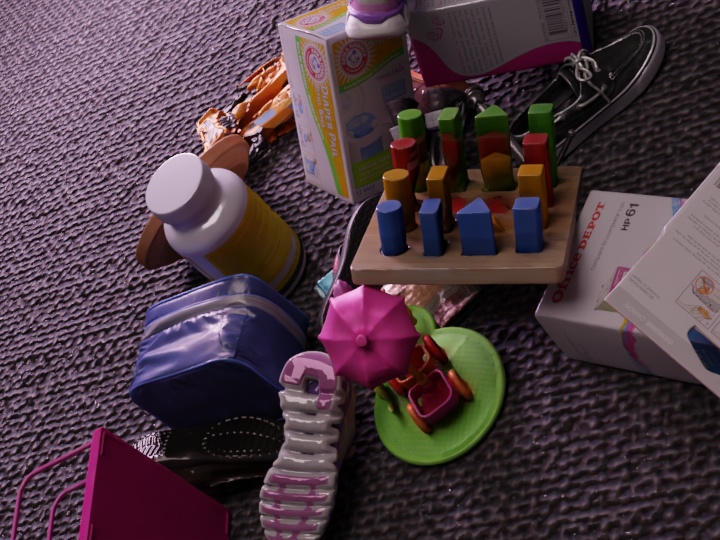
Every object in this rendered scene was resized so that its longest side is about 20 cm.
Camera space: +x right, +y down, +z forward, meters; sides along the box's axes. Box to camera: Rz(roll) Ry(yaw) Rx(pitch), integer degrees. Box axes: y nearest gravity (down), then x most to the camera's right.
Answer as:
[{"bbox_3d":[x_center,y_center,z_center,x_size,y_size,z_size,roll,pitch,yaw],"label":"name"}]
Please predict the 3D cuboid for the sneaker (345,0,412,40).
[{"bbox_3d":[0.023,-0.328,1.485,0.079,0.090,0.201,-4,32,8],"label":"sneaker"}]

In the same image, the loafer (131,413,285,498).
[{"bbox_3d":[-0.156,0.208,1.487,0.197,0.072,0.073,-6,32,20],"label":"loafer"}]

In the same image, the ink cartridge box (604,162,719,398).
[{"bbox_3d":[0.324,0.033,1.120,0.200,0.045,0.176,41,74,13],"label":"ink cartridge box"}]

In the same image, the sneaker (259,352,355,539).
[{"bbox_3d":[-0.043,0.188,1.387,0.079,0.088,0.203,6,83,24],"label":"sneaker"}]

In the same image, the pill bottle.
[{"bbox_3d":[-0.157,-0.047,1.582,0.111,0.200,0.113,-18,51,24],"label":"pill bottle"}]

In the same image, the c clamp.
[{"bbox_3d":[0.145,-0.125,1.462,0.200,0.027,0.173,51,131,41],"label":"c clamp"}]

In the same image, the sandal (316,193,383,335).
[{"bbox_3d":[0.000,0.000,1.484,0.045,0.075,0.202,-36,25,61],"label":"sandal"}]

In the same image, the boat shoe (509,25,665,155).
[{"bbox_3d":[0.240,-0.200,1.470,0.199,0.068,0.074,-40,40,8],"label":"boat shoe"}]

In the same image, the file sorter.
[{"bbox_3d":[-0.245,0.284,1.395,0.124,0.200,0.140,-26,43,26],"label":"file sorter"}]

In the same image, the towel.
[{"bbox_3d":[0.040,0.019,1.501,0.147,0.022,0.200,-45,40,3],"label":"towel"}]

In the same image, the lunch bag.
[{"bbox_3d":[-0.159,0.094,1.523,0.198,0.136,0.134,-18,47,31],"label":"lunch bag"}]

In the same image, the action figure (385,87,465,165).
[{"bbox_3d":[0.086,-0.089,1.451,0.129,0.069,0.203,-12,82,27],"label":"action figure"}]

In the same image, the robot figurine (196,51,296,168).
[{"bbox_3d":[-0.140,-0.210,1.817,0.199,0.058,0.146,-37,40,10],"label":"robot figurine"}]

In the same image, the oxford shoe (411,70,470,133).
[{"bbox_3d":[0.046,-0.204,1.643,0.199,0.071,0.074,16,72,46],"label":"oxford shoe"}]

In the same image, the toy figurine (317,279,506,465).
[{"bbox_3d":[0.027,0.067,1.330,0.150,0.184,0.201,-38,47,6],"label":"toy figurine"}]

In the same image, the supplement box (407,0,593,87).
[{"bbox_3d":[0.158,-0.291,1.546,0.197,0.102,0.104,-8,42,16],"label":"supplement box"}]

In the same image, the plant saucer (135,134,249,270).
[{"bbox_3d":[-0.202,-0.080,1.694,0.032,0.200,0.201,38,84,6],"label":"plant saucer"}]

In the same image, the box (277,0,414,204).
[{"bbox_3d":[-0.009,-0.197,1.562,0.112,0.203,0.101,-25,31,-28],"label":"box"}]

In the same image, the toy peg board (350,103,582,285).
[{"bbox_3d":[0.101,-0.080,1.293,0.197,0.099,0.200,-1,30,16],"label":"toy peg board"}]

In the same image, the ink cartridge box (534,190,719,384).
[{"bbox_3d":[0.278,0.015,1.249,0.198,0.085,0.146,8,63,46],"label":"ink cartridge box"}]
